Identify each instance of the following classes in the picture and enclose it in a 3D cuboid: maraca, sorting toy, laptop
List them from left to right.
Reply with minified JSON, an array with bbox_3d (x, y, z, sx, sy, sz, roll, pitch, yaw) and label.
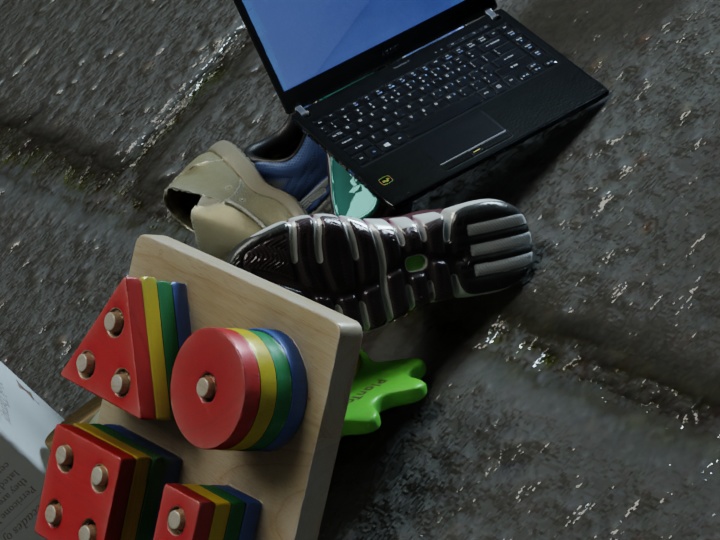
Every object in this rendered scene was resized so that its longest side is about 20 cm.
[{"bbox_3d":[-0.107,0.098,1.516,0.199,0.069,0.200,22,103,46],"label":"sorting toy"},{"bbox_3d":[-0.049,0.075,1.602,0.199,0.108,0.137,5,29,42],"label":"maraca"},{"bbox_3d":[0.033,-0.161,1.702,0.176,0.104,0.200,-28,44,-19],"label":"laptop"}]

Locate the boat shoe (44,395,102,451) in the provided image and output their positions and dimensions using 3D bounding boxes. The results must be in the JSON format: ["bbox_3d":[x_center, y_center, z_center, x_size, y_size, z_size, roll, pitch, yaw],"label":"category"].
[{"bbox_3d":[-0.125,0.086,1.756,0.200,0.065,0.072,-39,8,-37],"label":"boat shoe"}]

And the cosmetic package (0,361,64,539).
[{"bbox_3d":[-0.294,0.145,1.757,0.166,0.200,0.167,-43,24,4],"label":"cosmetic package"}]

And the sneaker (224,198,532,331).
[{"bbox_3d":[0.000,0.000,1.619,0.198,0.076,0.115,-6,2,-18],"label":"sneaker"}]

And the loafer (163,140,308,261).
[{"bbox_3d":[-0.077,-0.022,1.796,0.068,0.076,0.200,-30,34,-11],"label":"loafer"}]

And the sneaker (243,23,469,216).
[{"bbox_3d":[-0.002,-0.117,1.850,0.200,0.089,0.079,-41,25,9],"label":"sneaker"}]

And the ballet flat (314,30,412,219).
[{"bbox_3d":[0.005,-0.109,1.782,0.073,0.073,0.202,-24,62,38],"label":"ballet flat"}]
